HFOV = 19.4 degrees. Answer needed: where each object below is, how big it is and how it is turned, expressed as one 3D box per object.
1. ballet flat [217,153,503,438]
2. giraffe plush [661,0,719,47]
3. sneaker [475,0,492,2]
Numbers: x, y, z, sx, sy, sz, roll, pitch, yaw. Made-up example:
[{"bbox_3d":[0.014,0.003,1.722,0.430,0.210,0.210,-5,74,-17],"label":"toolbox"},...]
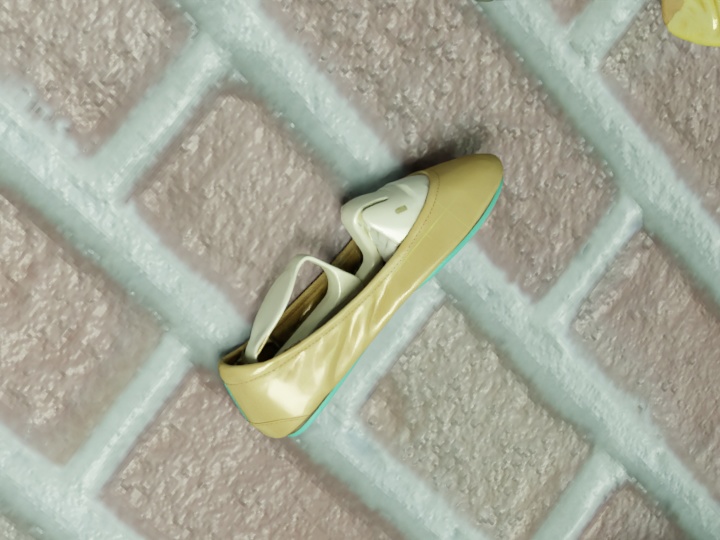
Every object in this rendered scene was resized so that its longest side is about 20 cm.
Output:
[{"bbox_3d":[0.000,0.000,1.136,0.063,0.069,0.200,44,78,-24],"label":"ballet flat"},{"bbox_3d":[0.294,-0.181,1.234,0.162,0.200,0.173,-22,154,-55],"label":"giraffe plush"},{"bbox_3d":[0.124,-0.227,1.132,0.199,0.079,0.096,-35,122,-21],"label":"sneaker"}]
